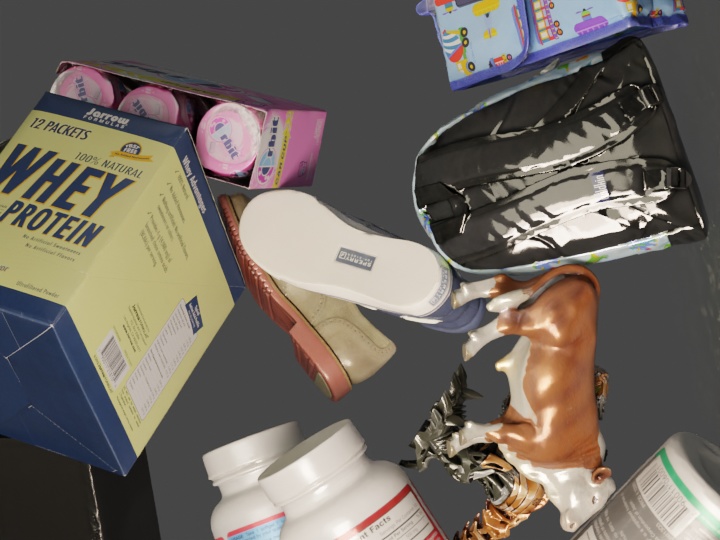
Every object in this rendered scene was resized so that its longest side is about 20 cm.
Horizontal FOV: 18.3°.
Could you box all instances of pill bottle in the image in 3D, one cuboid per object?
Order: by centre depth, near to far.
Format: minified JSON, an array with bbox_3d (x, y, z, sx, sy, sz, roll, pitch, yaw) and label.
[{"bbox_3d":[0.210,0.225,1.669,0.113,0.113,0.200,47,110,14],"label":"pill bottle"},{"bbox_3d":[0.010,0.218,1.697,0.112,0.112,0.200,-32,93,22],"label":"pill bottle"},{"bbox_3d":[-0.054,0.227,1.789,0.109,0.109,0.200,-22,84,24],"label":"pill bottle"}]

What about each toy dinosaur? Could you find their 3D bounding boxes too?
[{"bbox_3d":[0.109,0.147,1.725,0.136,0.102,0.200,33,84,2],"label":"toy dinosaur"}]

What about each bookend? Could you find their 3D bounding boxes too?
[{"bbox_3d":[-0.279,0.204,1.877,0.200,0.092,0.199,-3,104,24],"label":"bookend"}]

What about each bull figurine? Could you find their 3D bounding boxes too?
[{"bbox_3d":[0.129,0.093,1.648,0.121,0.065,0.200,-2,99,-11],"label":"bull figurine"}]

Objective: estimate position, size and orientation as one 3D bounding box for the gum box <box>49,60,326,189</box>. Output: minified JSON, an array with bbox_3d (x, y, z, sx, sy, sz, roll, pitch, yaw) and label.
[{"bbox_3d":[-0.144,-0.120,1.802,0.200,0.113,0.066,16,100,23],"label":"gum box"}]

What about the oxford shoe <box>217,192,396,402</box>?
[{"bbox_3d":[-0.046,0.010,1.807,0.075,0.070,0.200,-31,73,-11],"label":"oxford shoe"}]

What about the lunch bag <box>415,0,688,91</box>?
[{"bbox_3d":[0.128,-0.230,1.701,0.200,0.094,0.151,-16,87,36],"label":"lunch bag"}]

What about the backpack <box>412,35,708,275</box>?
[{"bbox_3d":[0.139,-0.068,1.676,0.200,0.154,0.163,-21,90,3],"label":"backpack"}]

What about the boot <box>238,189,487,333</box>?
[{"bbox_3d":[0.000,0.000,1.748,0.200,0.090,0.073,24,84,34],"label":"boot"}]

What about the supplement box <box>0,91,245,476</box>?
[{"bbox_3d":[-0.212,0.010,1.729,0.134,0.200,0.200,16,57,25],"label":"supplement box"}]

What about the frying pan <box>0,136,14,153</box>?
[{"bbox_3d":[-0.270,-0.018,1.849,0.115,0.031,0.190,3,90,-17],"label":"frying pan"}]
